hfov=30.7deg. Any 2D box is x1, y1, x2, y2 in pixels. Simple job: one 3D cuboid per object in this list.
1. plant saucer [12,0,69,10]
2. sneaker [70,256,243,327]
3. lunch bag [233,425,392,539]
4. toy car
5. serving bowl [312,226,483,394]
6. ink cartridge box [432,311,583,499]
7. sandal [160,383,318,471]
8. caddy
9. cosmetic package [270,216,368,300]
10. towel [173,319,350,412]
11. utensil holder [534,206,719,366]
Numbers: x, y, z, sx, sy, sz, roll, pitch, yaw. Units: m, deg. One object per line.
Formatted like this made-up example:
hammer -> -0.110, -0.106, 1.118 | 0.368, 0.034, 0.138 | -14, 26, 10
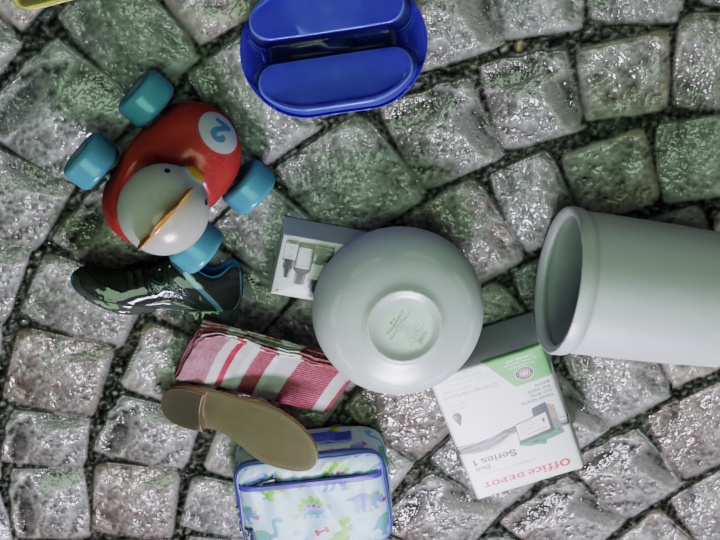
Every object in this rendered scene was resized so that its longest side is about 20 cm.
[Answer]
plant saucer -> -0.272, -0.378, 1.296 | 0.200, 0.048, 0.200 | -16, 120, -7
sneaker -> -0.234, 0.010, 1.526 | 0.200, 0.073, 0.082 | 9, 110, -18
lunch bag -> -0.061, 0.280, 1.676 | 0.200, 0.082, 0.161 | -4, 117, -1
toy car -> -0.195, -0.085, 1.378 | 0.184, 0.200, 0.177 | 41, 96, -20
serving bowl -> 0.047, 0.054, 1.489 | 0.200, 0.066, 0.200 | -2, 106, -6
ink cartridge box -> 0.178, 0.169, 1.620 | 0.146, 0.084, 0.200 | -19, 118, 8
sandal -> -0.138, 0.179, 1.627 | 0.212, 0.070, 0.078 | 17, 113, 14
caddy -> -0.029, -0.234, 1.373 | 0.200, 0.105, 0.141 | -8, 97, 2
cosmetic package -> 0.000, 0.000, 1.536 | 0.200, 0.051, 0.083 | 10, 120, -8
towel -> -0.114, 0.121, 1.578 | 0.200, 0.023, 0.144 | 15, 148, -13
utensil holder -> 0.319, 0.021, 1.500 | 0.200, 0.170, 0.170 | 6, 119, -10
